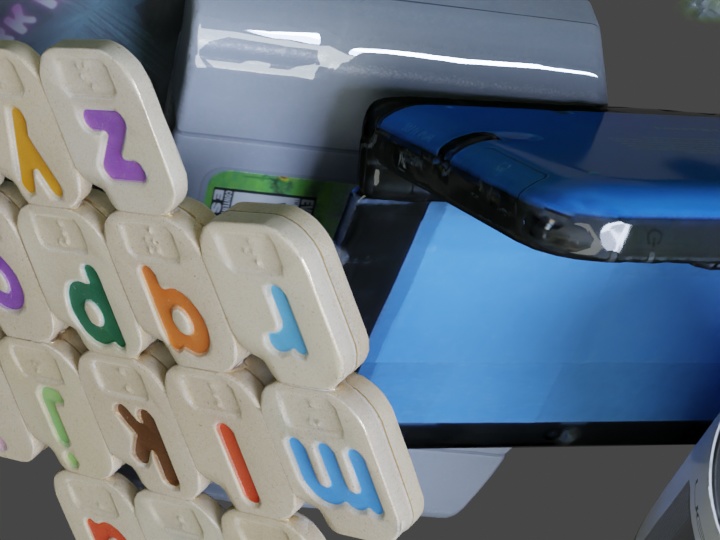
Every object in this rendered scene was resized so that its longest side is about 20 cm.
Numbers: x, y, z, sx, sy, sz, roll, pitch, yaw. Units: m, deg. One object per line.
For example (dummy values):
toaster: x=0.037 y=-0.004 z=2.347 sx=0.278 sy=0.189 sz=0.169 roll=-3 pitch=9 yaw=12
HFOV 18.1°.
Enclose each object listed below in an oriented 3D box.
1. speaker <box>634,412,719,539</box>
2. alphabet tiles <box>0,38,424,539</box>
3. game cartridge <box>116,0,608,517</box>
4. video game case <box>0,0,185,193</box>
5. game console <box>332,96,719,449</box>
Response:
speaker: x=0.125 y=0.076 z=0.644 sx=0.081 sy=0.081 sz=0.200 roll=6 pitch=165 yaw=2
alphabet tiles: x=-0.068 y=0.021 z=0.648 sx=0.200 sy=0.015 sz=0.196 roll=6 pitch=124 yaw=45
game cartridge: x=0.000 y=0.000 z=0.676 sx=0.133 sy=0.040 sz=0.200 roll=3 pitch=133 yaw=-13
video game case: x=-0.074 y=-0.114 z=0.622 sx=0.200 sy=0.023 sz=0.182 roll=-33 pitch=117 yaw=27
game console: x=0.097 y=0.018 z=0.611 sx=0.200 sy=0.171 sz=0.118 roll=0 pitch=105 yaw=-22
